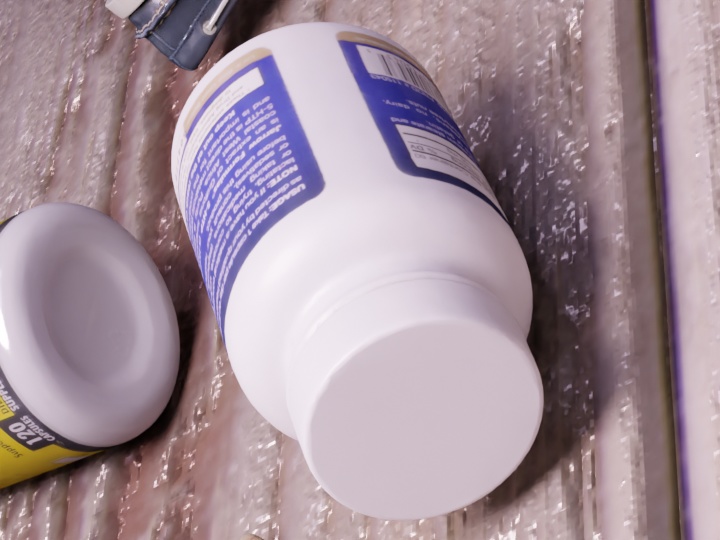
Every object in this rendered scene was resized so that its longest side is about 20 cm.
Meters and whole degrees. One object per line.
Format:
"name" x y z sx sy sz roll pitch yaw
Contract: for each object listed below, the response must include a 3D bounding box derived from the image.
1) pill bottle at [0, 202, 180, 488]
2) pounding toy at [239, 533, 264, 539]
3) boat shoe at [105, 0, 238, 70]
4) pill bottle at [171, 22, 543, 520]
"pill bottle" -0.186 0.049 1.150 0.199 0.112 0.112 -22 42 38
"pounding toy" -0.111 0.201 0.916 0.184 0.142 0.200 -42 44 14
"boat shoe" -0.046 -0.189 1.254 0.200 0.062 0.075 -54 16 -21
"pill bottle" 0.000 0.000 0.963 0.120 0.120 0.200 -42 33 14
